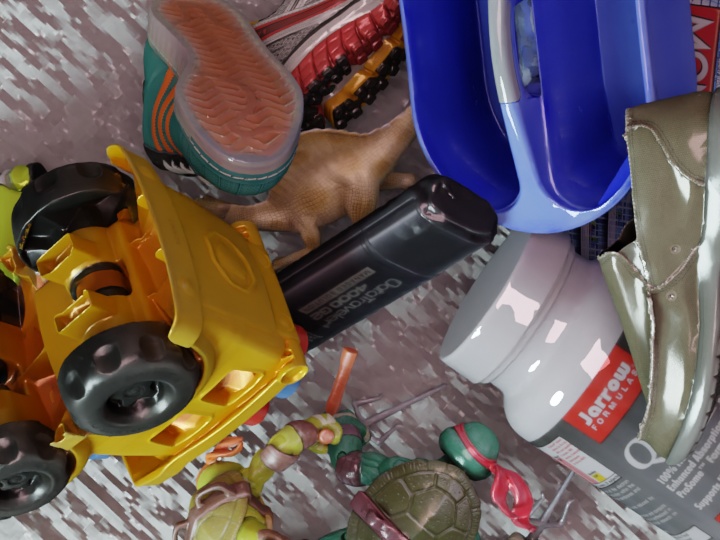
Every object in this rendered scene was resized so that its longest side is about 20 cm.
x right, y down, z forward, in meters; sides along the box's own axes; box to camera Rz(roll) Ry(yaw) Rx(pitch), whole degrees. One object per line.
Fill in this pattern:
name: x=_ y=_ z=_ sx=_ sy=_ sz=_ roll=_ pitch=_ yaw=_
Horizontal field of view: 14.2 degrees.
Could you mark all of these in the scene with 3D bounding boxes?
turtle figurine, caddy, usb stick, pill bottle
turtle figurine: x=-0.060 y=0.138 z=1.553 sx=0.064 sy=0.161 sz=0.200 roll=34 pitch=104 yaw=-28
caddy: x=0.095 y=-0.122 z=1.502 sx=0.141 sy=0.105 sz=0.201 roll=-1 pitch=102 yaw=31
usb stick: x=0.000 y=0.000 z=1.563 sx=0.055 sy=0.200 sz=0.033 roll=24 pitch=57 yaw=-25
turtle figurine: x=0.023 y=0.139 z=1.602 sx=0.150 sy=0.101 sz=0.200 roll=45 pitch=98 yaw=7
pill bottle: x=0.150 y=0.064 z=1.565 sx=0.200 sy=0.116 sz=0.116 roll=33 pitch=90 yaw=-8

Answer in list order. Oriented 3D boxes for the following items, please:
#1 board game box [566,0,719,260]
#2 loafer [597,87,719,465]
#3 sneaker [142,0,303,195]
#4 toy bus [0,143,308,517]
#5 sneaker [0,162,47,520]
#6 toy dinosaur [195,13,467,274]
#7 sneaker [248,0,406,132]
board game box: x=0.187 y=-0.086 z=1.562 sx=0.199 sy=0.062 sz=0.201 roll=9 pitch=100 yaw=28
loafer: x=0.157 y=0.000 z=1.462 sx=0.069 sy=0.075 sz=0.201 roll=8 pitch=108 yaw=14
sneaker: x=-0.077 y=-0.077 z=1.561 sx=0.071 sy=0.200 sz=0.080 roll=1 pitch=117 yaw=-14
toy bus: x=-0.123 y=0.052 z=1.532 sx=0.200 sy=0.192 sz=0.136 roll=-39 pitch=54 yaw=24
sneaker: x=-0.210 y=0.040 z=1.625 sx=0.081 sy=0.074 sz=0.201 roll=-1 pitch=88 yaw=17
toy dinosaur: x=-0.002 y=-0.049 z=1.595 sx=0.200 sy=0.058 sz=0.101 roll=-31 pitch=129 yaw=10
sneaker: x=0.010 y=-0.169 z=1.605 sx=0.200 sy=0.078 sz=0.082 roll=-43 pitch=62 yaw=4
